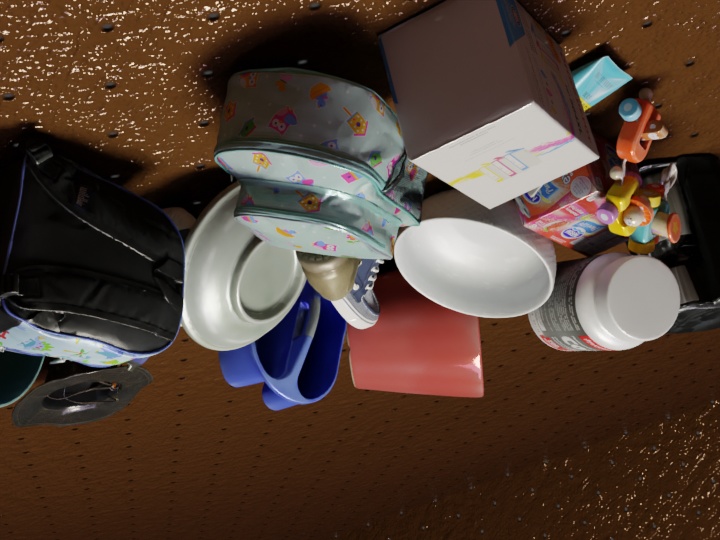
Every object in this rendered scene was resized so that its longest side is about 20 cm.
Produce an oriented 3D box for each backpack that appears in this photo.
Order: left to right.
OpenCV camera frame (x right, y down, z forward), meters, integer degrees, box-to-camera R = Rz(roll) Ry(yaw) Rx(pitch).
[{"bbox_3d":[-0.276,0.000,1.160,0.199,0.186,0.146,22,151,-39],"label":"backpack"},{"bbox_3d":[-0.041,-0.098,1.107,0.174,0.155,0.200,9,161,25],"label":"backpack"}]

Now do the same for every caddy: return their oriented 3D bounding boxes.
[{"bbox_3d":[-0.088,0.072,1.483,0.141,0.202,0.104,35,139,-31],"label":"caddy"}]

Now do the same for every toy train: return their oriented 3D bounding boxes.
[{"bbox_3d":[0.326,-0.100,1.343,0.055,0.152,0.200,19,169,35],"label":"toy train"}]

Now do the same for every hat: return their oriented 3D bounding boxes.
[{"bbox_3d":[-0.384,0.142,1.634,0.198,0.082,0.201,-18,160,-7],"label":"hat"}]

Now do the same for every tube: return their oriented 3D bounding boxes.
[{"bbox_3d":[0.185,-0.163,1.269,0.199,0.051,0.077,-30,163,23],"label":"tube"}]

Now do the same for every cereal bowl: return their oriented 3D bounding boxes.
[{"bbox_3d":[0.144,-0.032,1.468,0.197,0.084,0.201,13,148,8],"label":"cereal bowl"}]

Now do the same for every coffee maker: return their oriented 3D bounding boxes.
[{"bbox_3d":[0.432,-0.035,1.533,0.189,0.203,0.135,-14,161,2],"label":"coffee maker"}]

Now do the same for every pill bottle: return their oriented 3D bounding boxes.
[{"bbox_3d":[0.290,0.039,1.454,0.112,0.116,0.200,-7,178,-17],"label":"pill bottle"}]

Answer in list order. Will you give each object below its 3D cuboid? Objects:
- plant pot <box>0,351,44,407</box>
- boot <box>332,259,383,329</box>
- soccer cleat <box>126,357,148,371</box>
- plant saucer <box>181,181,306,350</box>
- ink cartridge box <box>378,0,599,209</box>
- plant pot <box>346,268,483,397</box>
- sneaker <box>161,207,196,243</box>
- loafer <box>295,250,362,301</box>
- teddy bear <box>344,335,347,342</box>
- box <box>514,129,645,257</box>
[{"bbox_3d":[-0.434,0.044,1.196,0.159,0.204,0.200,-10,162,21],"label":"plant pot"},{"bbox_3d":[0.000,0.000,1.482,0.089,0.073,0.200,-23,143,15],"label":"boot"},{"bbox_3d":[-0.313,0.055,1.501,0.084,0.064,0.200,-54,149,-10],"label":"soccer cleat"},{"bbox_3d":[-0.110,0.000,1.301,0.050,0.202,0.199,26,-174,36],"label":"plant saucer"},{"bbox_3d":[0.126,-0.155,1.125,0.124,0.130,0.199,-23,159,24],"label":"ink cartridge box"},{"bbox_3d":[0.072,0.081,1.640,0.174,0.203,0.201,-6,160,4],"label":"plant pot"},{"bbox_3d":[-0.180,-0.017,1.361,0.128,0.080,0.200,-11,154,-28],"label":"sneaker"},{"bbox_3d":[-0.034,-0.037,1.264,0.075,0.201,0.068,-4,120,9],"label":"loafer"},{"bbox_3d":[-0.106,0.060,1.644,0.198,0.067,0.145,6,143,-29],"label":"teddy bear"},{"bbox_3d":[0.260,-0.092,1.419,0.099,0.097,0.199,-26,157,27],"label":"box"}]
